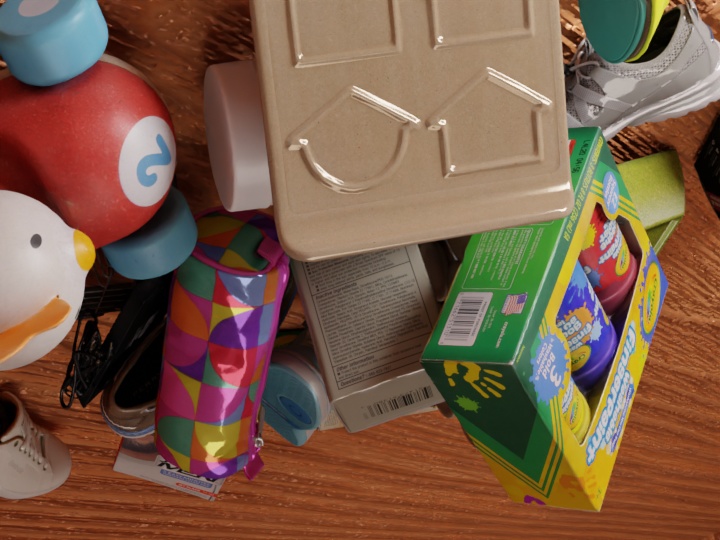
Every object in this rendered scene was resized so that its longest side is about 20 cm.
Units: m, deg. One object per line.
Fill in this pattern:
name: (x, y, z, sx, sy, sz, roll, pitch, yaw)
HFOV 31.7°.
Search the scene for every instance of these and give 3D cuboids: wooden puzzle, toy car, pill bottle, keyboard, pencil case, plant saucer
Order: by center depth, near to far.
toy car: (-0.181, -0.017, 0.693, 0.174, 0.202, 0.186, -18, 133, 2)
wooden puzzle: (0.027, -0.119, 0.726, 0.182, 0.204, 0.046, -10, -172, -16)
pill bottle: (0.005, -0.097, 0.807, 0.197, 0.121, 0.120, -9, 154, -16)
pencil case: (-0.097, 0.055, 0.900, 0.087, 0.089, 0.202, -6, 128, -22)
keyboard: (-0.182, 0.038, 0.953, 0.104, 0.040, 0.200, -45, 176, -38)
plant saucer: (0.193, 0.002, 1.068, 0.199, 0.048, 0.201, -17, 142, -50)

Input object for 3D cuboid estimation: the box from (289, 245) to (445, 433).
box: (0.000, 0.000, 0.902, 0.094, 0.203, 0.078, -17, 155, 3)

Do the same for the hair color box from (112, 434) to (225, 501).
hair color box: (-0.164, 0.143, 1.200, 0.109, 0.065, 0.201, 19, 145, -7)

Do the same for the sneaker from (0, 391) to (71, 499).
sneaker: (-0.320, 0.158, 1.164, 0.084, 0.074, 0.199, -24, 153, 21)

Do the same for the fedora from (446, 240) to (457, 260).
fedora: (0.076, -0.003, 1.074, 0.197, 0.091, 0.177, -19, 155, 4)

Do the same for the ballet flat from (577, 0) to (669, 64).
ballet flat: (0.172, -0.201, 0.780, 0.067, 0.067, 0.200, -38, 153, -6)

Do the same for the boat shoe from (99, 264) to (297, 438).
boat shoe: (-0.120, 0.054, 0.997, 0.200, 0.072, 0.072, -47, 177, -16)

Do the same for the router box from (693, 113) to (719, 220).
router box: (0.379, -0.129, 1.048, 0.147, 0.063, 0.201, -15, 154, -9)

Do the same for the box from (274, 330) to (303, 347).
box: (-0.029, 0.103, 1.273, 0.197, 0.049, 0.118, 1, 149, -29)

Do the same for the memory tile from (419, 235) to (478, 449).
memory tile: (0.062, 0.021, 0.955, 0.017, 0.153, 0.203, -14, 115, -19)

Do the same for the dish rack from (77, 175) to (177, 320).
dish rack: (-0.217, -0.018, 0.903, 0.151, 0.055, 0.200, -4, 154, -25)

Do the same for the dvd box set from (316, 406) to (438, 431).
dvd box set: (0.053, 0.076, 1.218, 0.197, 0.029, 0.148, -8, 127, -25)

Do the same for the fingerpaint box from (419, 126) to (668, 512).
fingerpaint box: (0.135, 0.033, 0.870, 0.072, 0.202, 0.168, 0, 140, 35)

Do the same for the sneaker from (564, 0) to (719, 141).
sneaker: (0.162, -0.136, 0.914, 0.198, 0.075, 0.082, -25, 131, 12)

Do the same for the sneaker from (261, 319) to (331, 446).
sneaker: (-0.030, 0.065, 1.044, 0.131, 0.079, 0.200, -49, 178, -17)
